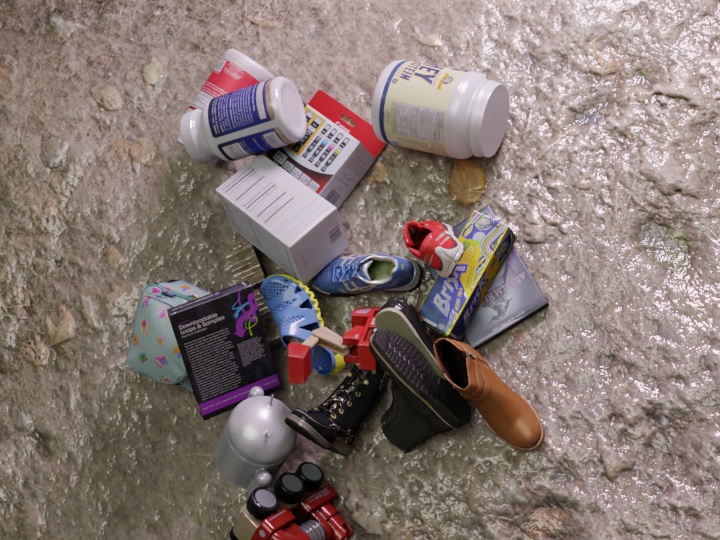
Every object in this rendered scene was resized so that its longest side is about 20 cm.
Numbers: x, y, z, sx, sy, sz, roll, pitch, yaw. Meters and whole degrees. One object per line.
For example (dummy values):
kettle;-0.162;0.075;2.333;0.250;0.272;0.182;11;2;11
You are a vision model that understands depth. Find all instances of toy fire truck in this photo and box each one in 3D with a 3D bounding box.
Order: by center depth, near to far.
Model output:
toy fire truck;-0.082;0.427;1.500;0.200;0.176;0.129;41;120;21
toy fire truck;-0.032;0.115;1.548;0.141;0.200;0.049;3;113;9

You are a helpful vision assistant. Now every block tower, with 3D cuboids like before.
block tower;-0.180;0.044;1.707;0.054;0.058;0.200;-24;64;1

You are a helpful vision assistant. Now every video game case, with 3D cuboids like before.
video game case;0.197;0.010;1.584;0.143;0.019;0.200;-33;64;11

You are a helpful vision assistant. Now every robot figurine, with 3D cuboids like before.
robot figurine;-0.168;0.275;1.563;0.113;0.200;0.170;1;57;-21

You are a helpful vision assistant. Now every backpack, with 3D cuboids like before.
backpack;-0.296;0.119;1.680;0.200;0.153;0.176;17;100;12

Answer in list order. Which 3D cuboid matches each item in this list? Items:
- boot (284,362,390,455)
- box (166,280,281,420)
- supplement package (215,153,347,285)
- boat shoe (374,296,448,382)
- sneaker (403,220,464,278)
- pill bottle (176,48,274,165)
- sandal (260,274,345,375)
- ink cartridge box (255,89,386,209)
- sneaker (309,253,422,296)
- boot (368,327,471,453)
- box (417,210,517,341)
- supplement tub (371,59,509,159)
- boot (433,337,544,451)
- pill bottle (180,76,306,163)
boot;-0.033;0.203;1.524;0.073;0.204;0.154;28;83;27
box;-0.223;0.131;1.600;0.143;0.200;0.036;-20;23;-17
supplement package;-0.135;-0.090;1.663;0.110;0.114;0.200;-41;58;-18
boat shoe;0.091;0.133;1.528;0.074;0.063;0.202;-21;107;28
sneaker;0.103;-0.053;1.545;0.085;0.200;0.077;32;93;-17
pill bottle;-0.255;-0.303;1.814;0.112;0.112;0.200;33;89;27
sandal;-0.104;0.095;1.610;0.079;0.087;0.200;-41;81;35
ink cartridge box;-0.079;-0.230;1.735;0.200;0.084;0.176;38;91;28
sneaker;0.000;0.000;1.637;0.200;0.077;0.076;-7;74;24
boot;0.054;0.195;1.495;0.200;0.077;0.138;47;123;-8
box;0.169;0.011;1.550;0.070;0.064;0.200;28;87;27
supplement tub;0.134;-0.268;1.623;0.200;0.145;0.145;15;81;25
boot;0.191;0.183;1.458;0.077;0.155;0.200;-37;64;8
pill bottle;-0.204;-0.256;1.684;0.200;0.116;0.116;-13;70;20
